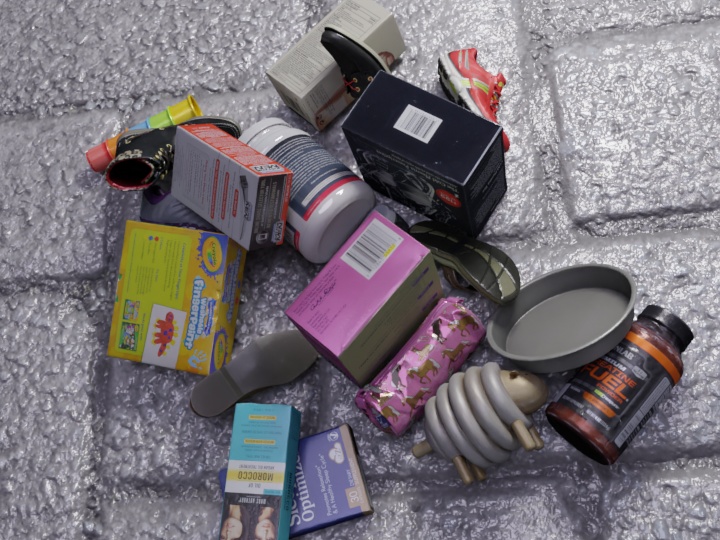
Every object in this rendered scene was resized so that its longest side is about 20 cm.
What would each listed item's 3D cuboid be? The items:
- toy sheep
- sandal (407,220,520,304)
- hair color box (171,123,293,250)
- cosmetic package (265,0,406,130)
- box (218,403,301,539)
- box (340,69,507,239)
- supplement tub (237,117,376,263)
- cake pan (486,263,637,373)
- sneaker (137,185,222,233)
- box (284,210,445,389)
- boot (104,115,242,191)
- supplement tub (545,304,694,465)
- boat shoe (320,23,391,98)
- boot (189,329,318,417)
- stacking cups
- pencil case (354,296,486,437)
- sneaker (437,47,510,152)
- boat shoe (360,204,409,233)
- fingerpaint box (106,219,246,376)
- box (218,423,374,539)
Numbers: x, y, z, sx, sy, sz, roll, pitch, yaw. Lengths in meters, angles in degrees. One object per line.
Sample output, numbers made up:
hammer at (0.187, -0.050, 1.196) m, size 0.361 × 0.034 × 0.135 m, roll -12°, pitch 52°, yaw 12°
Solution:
toy sheep at (0.149, 0.192, 1.075) m, size 0.200 × 0.138 × 0.138 m, roll -33°, pitch 64°, yaw 15°
sandal at (0.146, -0.008, 1.196) m, size 0.080 × 0.057 × 0.201 m, roll -24°, pitch 42°, yaw -31°
hair color box at (-0.185, -0.121, 1.186) m, size 0.064 × 0.111 × 0.200 m, roll -13°, pitch 35°, yaw -41°
cosmetic package at (-0.037, -0.333, 1.341) m, size 0.200 × 0.087 × 0.103 m, roll -43°, pitch 55°, yaw -6°
box at (-0.132, 0.278, 1.107) m, size 0.082 × 0.049 × 0.201 m, roll -1°, pitch 69°, yaw 13°
box at (0.096, -0.159, 1.196) m, size 0.200 × 0.182 × 0.104 m, roll 29°, pitch 78°, yaw 22°
supplement tub at (-0.088, -0.119, 1.242) m, size 0.140 × 0.140 × 0.200 m, roll -45°, pitch 67°, yaw -7°
cake pan at (0.263, 0.063, 1.092) m, size 0.200 × 0.037 × 0.200 m, roll -23°, pitch 24°, yaw 11°
sneaker at (-0.251, -0.093, 1.288) m, size 0.199 × 0.074 × 0.088 m, roll 5°, pitch 102°, yaw 14°
box at (0.014, 0.049, 1.120) m, size 0.097 × 0.200 × 0.176 m, roll 37°, pitch 80°, yaw 23°
boot at (-0.287, -0.177, 1.298) m, size 0.203 × 0.074 × 0.154 m, roll -8°, pitch 27°, yaw 0°
supplement tub at (0.332, 0.139, 1.067) m, size 0.107 × 0.107 × 0.200 m, roll 37°, pitch 80°, yaw 23°
boat shoe at (0.008, -0.287, 1.267) m, size 0.063 × 0.201 × 0.074 m, roll -53°, pitch 37°, yaw -5°
boot at (-0.152, 0.145, 1.192) m, size 0.200 × 0.075 × 0.074 m, roll -27°, pitch 82°, yaw -21°
stacking cups at (-0.353, -0.217, 1.384) m, size 0.200 × 0.061 × 0.061 m, roll -26°, pitch 65°, yaw 2°
pencil case at (0.082, 0.128, 1.135) m, size 0.083 × 0.087 × 0.200 m, roll 39°, pitch 78°, yaw 19°
sneaker at (0.187, -0.264, 1.280) m, size 0.085 × 0.077 × 0.200 m, roll -22°, pitch 66°, yaw -3°
boat shoe at (0.000, 0.000, 1.216) m, size 0.200 × 0.057 × 0.069 m, roll -55°, pitch 34°, yaw 5°
fingerpaint box at (-0.264, 0.038, 1.223) m, size 0.166 × 0.073 × 0.201 m, roll 8°, pitch 91°, yaw 16°
box at (-0.093, 0.296, 1.137) m, size 0.200 × 0.032 × 0.121 m, roll -19°, pitch 66°, yaw 5°
